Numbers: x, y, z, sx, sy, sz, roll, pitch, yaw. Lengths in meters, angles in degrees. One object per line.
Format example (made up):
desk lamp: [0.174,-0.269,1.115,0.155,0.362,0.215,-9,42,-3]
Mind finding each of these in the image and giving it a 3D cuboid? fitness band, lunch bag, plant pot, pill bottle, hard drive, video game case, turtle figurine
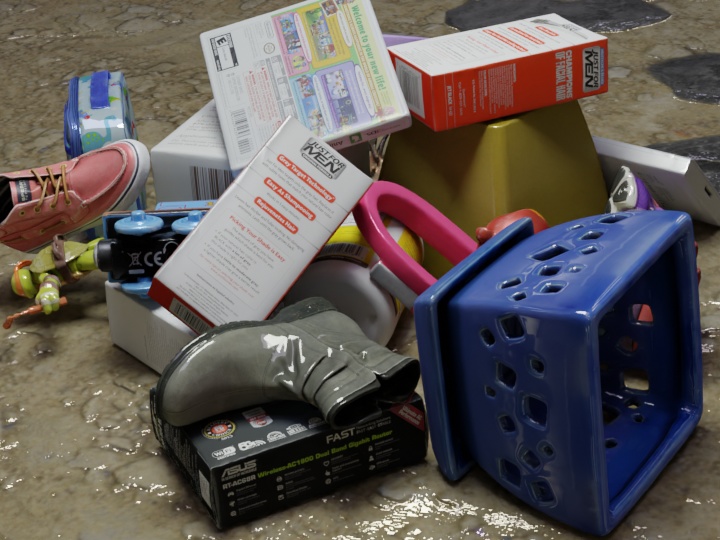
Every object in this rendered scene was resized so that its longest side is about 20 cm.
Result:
fitness band: [0.072,-0.006,1.405,0.200,0.037,0.144,40,29,-8]
lunch bag: [-0.297,-0.138,1.713,0.082,0.161,0.200,-7,28,-7]
plant pot: [0.136,-0.105,1.570,0.199,0.177,0.200,20,36,39]
pill bottle: [0.000,0.000,1.457,0.109,0.110,0.200,3,28,14]
hard drive: [0.293,-0.107,1.627,0.199,0.132,0.027,18,78,37]
video game case: [-0.059,-0.192,1.483,0.181,0.022,0.201,-17,52,1]
plant pot: [0.159,0.069,1.212,0.179,0.201,0.200,8,29,35]
turtle figurine: [-0.292,-0.010,1.511,0.161,0.065,0.200,-20,13,1]

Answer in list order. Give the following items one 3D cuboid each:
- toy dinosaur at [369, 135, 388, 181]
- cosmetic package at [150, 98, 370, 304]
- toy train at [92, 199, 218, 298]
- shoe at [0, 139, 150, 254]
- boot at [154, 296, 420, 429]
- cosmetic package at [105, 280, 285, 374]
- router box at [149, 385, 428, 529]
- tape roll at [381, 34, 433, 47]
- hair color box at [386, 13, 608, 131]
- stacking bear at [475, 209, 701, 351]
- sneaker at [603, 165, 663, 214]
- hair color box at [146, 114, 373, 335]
toy dinosaur: [0.081,-0.145,1.769,0.135,0.086,0.200,10,24,39]
cosmetic package: [-0.098,-0.085,1.575,0.167,0.167,0.200,8,30,21]
toy train: [-0.151,-0.026,1.409,0.199,0.087,0.114,-3,17,0]
shoe: [-0.311,-0.077,1.508,0.200,0.072,0.091,-28,-22,29]
boot: [-0.056,0.090,1.203,0.199,0.068,0.130,-24,39,-32]
cosmetic package: [-0.150,0.056,1.410,0.101,0.074,0.200,-23,34,-35]
router box: [-0.062,0.129,1.263,0.199,0.062,0.150,-16,28,-22]
tape roll: [-0.005,-0.231,1.630,0.199,0.066,0.200,5,9,-1]
hair color box: [0.139,-0.203,1.499,0.199,0.064,0.111,-15,28,-18]
stacking bear: [0.202,0.004,1.380,0.199,0.121,0.114,22,78,21]
sneaker: [0.287,-0.049,1.473,0.083,0.081,0.200,15,-4,17]
hair color box: [-0.088,-0.029,1.310,0.101,0.061,0.200,39,69,-1]
